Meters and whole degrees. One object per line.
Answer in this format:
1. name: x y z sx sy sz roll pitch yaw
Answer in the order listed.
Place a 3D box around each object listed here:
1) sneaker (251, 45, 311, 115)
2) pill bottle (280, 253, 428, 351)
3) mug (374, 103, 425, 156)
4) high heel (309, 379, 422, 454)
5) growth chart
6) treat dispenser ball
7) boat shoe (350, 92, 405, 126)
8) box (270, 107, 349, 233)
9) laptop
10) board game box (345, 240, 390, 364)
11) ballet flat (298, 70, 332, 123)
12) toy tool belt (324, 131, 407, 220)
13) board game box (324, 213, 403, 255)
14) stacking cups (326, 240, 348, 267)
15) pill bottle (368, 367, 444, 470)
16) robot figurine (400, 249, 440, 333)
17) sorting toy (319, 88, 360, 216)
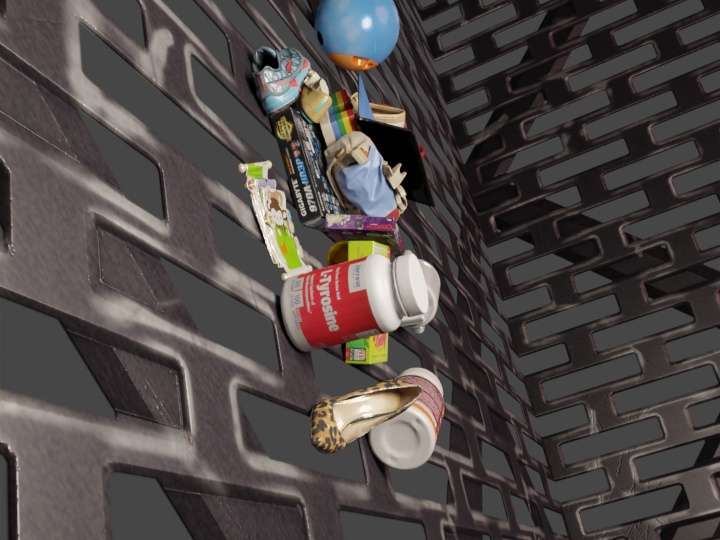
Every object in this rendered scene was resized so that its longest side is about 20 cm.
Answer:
1. sneaker: -0.143 -0.358 1.432 0.096 0.078 0.202 58 20 -30
2. pill bottle: -0.007 0.042 1.183 0.112 0.196 0.115 -15 90 -73
3. mug: 0.043 -0.283 1.802 0.200 0.174 0.136 -59 139 -64
4. high heel: 0.009 0.201 1.168 0.073 0.140 0.200 70 16 1
5. growth chart: -0.129 -0.076 1.261 0.145 0.017 0.204 -50 121 -71
6. treat dispenser ball: -0.008 -0.566 1.896 0.201 0.198 0.205 -20 90 -74
7. boat shoe: -0.001 -0.330 1.683 0.074 0.196 0.070 -88 -165 -58
8. box: -0.086 -0.174 1.461 0.159 0.045 0.204 9 63 -72
9. laptop: 0.067 -0.246 1.544 0.117 0.197 0.189 -53 143 -24
10. board game box: 0.014 0.056 1.410 0.101 0.047 0.205 11 80 -72
11. ballet flat: -0.090 -0.331 1.507 0.068 0.063 0.201 39 15 -35
12. toy tool belt: 0.023 -0.147 1.461 0.201 0.124 0.123 52 -3 -29
13. board game box: 0.011 -0.061 1.453 0.200 0.117 0.033 51 47 -77
14. stacking cups: 0.000 0.000 1.526 0.200 0.059 0.062 35 38 -66
15. pill bottle: 0.085 0.249 1.417 0.116 0.112 0.200 67 17 -9
16. robot figurine: 0.111 0.046 1.735 0.201 0.110 0.173 -68 150 -67
17. sorting toy: -0.023 -0.236 1.588 0.201 0.068 0.202 -104 175 -59
